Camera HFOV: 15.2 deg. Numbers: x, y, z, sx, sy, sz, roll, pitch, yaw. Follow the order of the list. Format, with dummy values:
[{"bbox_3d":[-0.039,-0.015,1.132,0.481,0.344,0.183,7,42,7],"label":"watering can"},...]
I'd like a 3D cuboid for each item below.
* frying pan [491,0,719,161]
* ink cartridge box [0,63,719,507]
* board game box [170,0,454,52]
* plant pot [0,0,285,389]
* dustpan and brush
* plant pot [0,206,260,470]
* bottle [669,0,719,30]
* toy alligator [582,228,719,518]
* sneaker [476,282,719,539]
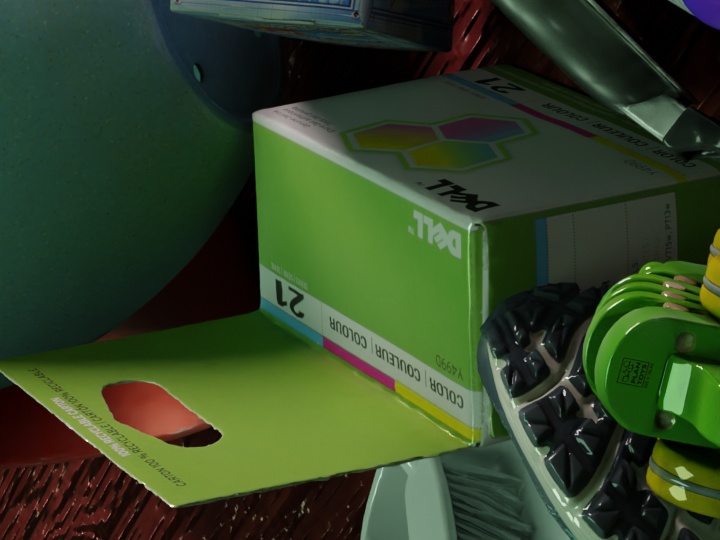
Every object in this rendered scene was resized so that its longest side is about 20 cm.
[{"bbox_3d":[0.084,-0.060,0.819,0.190,0.031,0.115,46,-171,0],"label":"frying pan"},{"bbox_3d":[0.000,0.000,0.847,0.148,0.199,0.076,29,125,56],"label":"ink cartridge box"},{"bbox_3d":[-0.008,-0.148,0.842,0.200,0.061,0.201,-62,-25,-71],"label":"board game box"},{"bbox_3d":[-0.106,-0.071,0.938,0.134,0.200,0.201,-18,82,25],"label":"plant pot"},{"bbox_3d":[0.027,0.078,0.965,0.140,0.057,0.200,-61,23,29],"label":"dustpan and brush"},{"bbox_3d":[-0.142,-0.024,1.144,0.200,0.199,0.178,140,124,-60],"label":"plant pot"},{"bbox_3d":[0.106,-0.110,0.746,0.200,0.065,0.084,40,147,51],"label":"bottle"},{"bbox_3d":[0.088,0.016,0.700,0.200,0.054,0.060,-49,-25,-75],"label":"toy alligator"},{"bbox_3d":[0.094,0.096,0.775,0.200,0.077,0.086,51,142,7],"label":"sneaker"}]
